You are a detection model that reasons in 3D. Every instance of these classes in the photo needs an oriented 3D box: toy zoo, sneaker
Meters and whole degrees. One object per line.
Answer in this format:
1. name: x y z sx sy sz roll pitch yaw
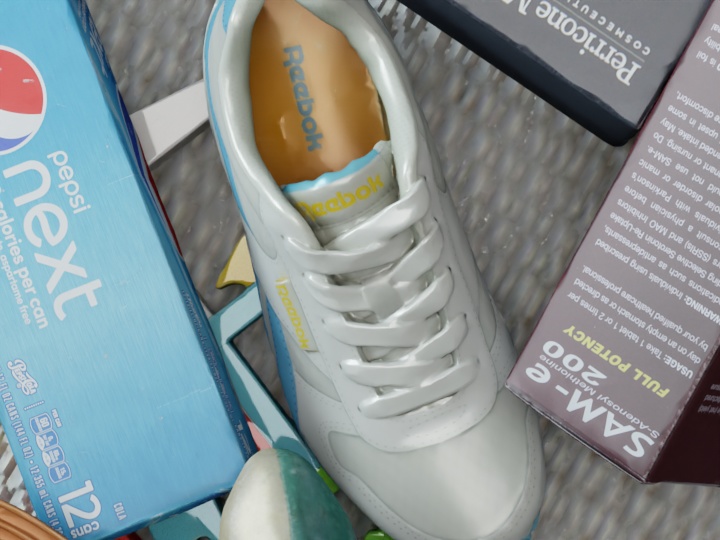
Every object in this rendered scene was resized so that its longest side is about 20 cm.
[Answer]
1. toy zoo: -0.051 0.026 0.934 0.131 0.020 0.200 -38 88 1
2. sneaker: 0.000 0.000 0.883 0.076 0.081 0.200 -24 89 -1

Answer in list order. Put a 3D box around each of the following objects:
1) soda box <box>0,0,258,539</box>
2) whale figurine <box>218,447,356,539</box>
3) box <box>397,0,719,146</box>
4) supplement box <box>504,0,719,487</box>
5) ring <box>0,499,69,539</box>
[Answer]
1. soda box: -0.097 -0.017 0.894 0.068 0.064 0.201 -21 89 1
2. whale figurine: 0.007 0.139 0.801 0.103 0.200 0.159 -3 128 -10
3. box: 0.052 -0.169 0.892 0.200 0.104 0.182 35 90 2
4. supplement box: 0.134 -0.032 0.865 0.061 0.109 0.200 34 102 30
5. ring: -0.144 0.159 0.831 0.200 0.019 0.201 0 88 3
